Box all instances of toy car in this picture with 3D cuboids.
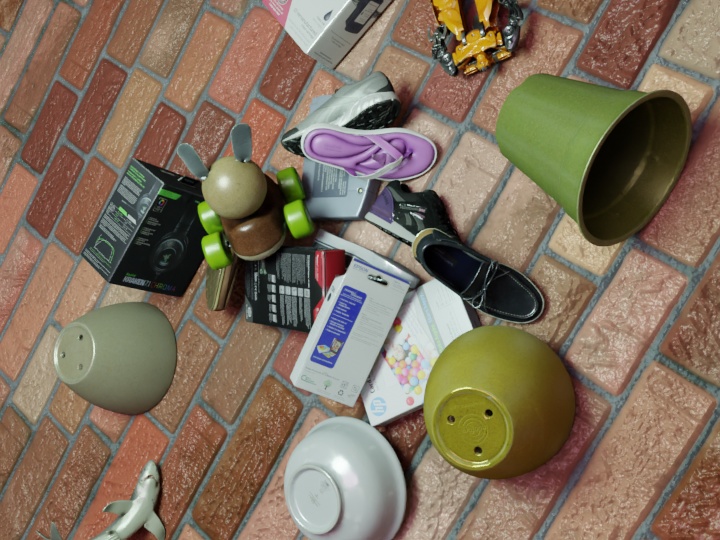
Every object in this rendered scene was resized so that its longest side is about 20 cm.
[{"bbox_3d":[-0.182,-0.127,1.265,0.163,0.201,0.158,-21,45,4],"label":"toy car"}]

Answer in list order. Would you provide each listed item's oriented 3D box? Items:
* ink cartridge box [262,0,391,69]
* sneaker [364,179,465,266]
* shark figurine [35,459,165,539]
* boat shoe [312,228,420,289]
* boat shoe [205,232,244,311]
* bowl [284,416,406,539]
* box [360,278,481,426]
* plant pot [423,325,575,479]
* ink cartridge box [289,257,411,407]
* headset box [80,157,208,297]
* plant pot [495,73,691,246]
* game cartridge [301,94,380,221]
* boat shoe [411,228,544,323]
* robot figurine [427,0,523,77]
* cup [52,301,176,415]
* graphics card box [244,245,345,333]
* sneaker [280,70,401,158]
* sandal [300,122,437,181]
[{"bbox_3d":[-0.038,-0.449,1.375,0.200,0.084,0.145,-46,63,17],"label":"ink cartridge box"},{"bbox_3d":[0.098,-0.070,1.240,0.199,0.076,0.088,31,92,31],"label":"sneaker"},{"bbox_3d":[-0.418,0.425,1.451,0.129,0.214,0.089,64,158,-8],"label":"shark figurine"},{"bbox_3d":[0.000,0.000,1.286,0.199,0.072,0.068,25,93,34],"label":"boat shoe"},{"bbox_3d":[-0.203,-0.029,1.410,0.072,0.067,0.202,-5,72,63],"label":"boat shoe"},{"bbox_3d":[-0.041,0.314,1.227,0.200,0.090,0.203,3,94,35],"label":"bowl"},{"bbox_3d":[0.080,0.114,1.238,0.199,0.041,0.157,-29,68,25],"label":"box"},{"bbox_3d":[0.158,0.180,1.091,0.199,0.142,0.202,3,97,24],"label":"plant pot"},{"bbox_3d":[-0.014,0.084,1.220,0.201,0.099,0.039,-64,20,6],"label":"ink cartridge box"},{"bbox_3d":[-0.333,-0.073,1.439,0.093,0.174,0.201,36,99,31],"label":"headset box"},{"bbox_3d":[0.277,-0.162,1.098,0.190,0.199,0.201,39,102,43],"label":"plant pot"},{"bbox_3d":[-0.027,-0.177,1.354,0.132,0.041,0.202,2,83,27],"label":"game cartridge"},{"bbox_3d":[0.156,0.013,1.152,0.199,0.062,0.075,32,102,-5],"label":"boat shoe"},{"bbox_3d":[0.164,-0.377,1.258,0.144,0.058,0.202,-18,72,28],"label":"robot figurine"},{"bbox_3d":[-0.438,0.145,1.483,0.199,0.143,0.202,-6,78,30],"label":"cup"},{"bbox_3d":[-0.102,0.026,1.313,0.199,0.051,0.127,4,97,47],"label":"graphics card box"},{"bbox_3d":[-0.032,-0.233,1.312,0.199,0.074,0.080,-23,61,19],"label":"sneaker"},{"bbox_3d":[0.012,-0.166,1.267,0.201,0.050,0.083,5,120,-2],"label":"sandal"}]
